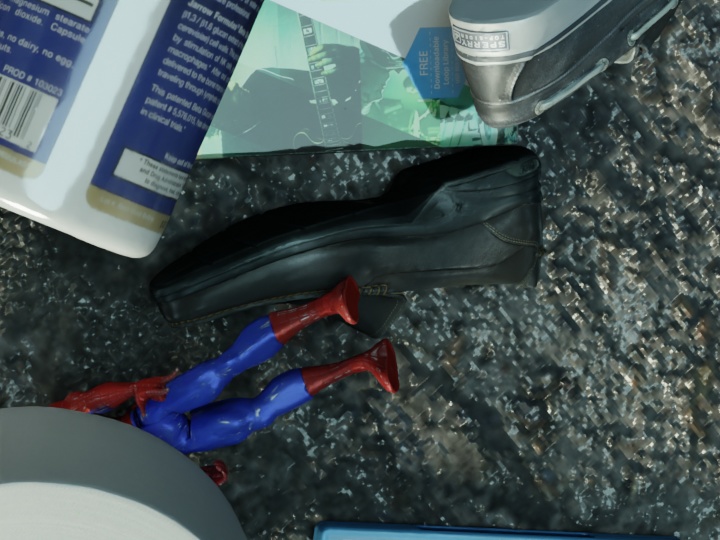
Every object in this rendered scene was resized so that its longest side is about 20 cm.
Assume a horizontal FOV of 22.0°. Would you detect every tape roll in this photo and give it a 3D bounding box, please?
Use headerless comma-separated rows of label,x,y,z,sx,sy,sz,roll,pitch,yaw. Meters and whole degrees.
tape roll,-0.145,0.162,0.831,0.200,0.066,0.200,-3,117,-6

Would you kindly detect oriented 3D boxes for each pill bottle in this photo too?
pill bottle,-0.100,-0.116,0.788,0.111,0.111,0.200,24,91,-17

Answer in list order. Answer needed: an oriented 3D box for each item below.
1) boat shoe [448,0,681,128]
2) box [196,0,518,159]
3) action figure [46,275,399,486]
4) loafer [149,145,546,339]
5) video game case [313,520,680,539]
boat shoe,0.121,-0.133,0.892,0.200,0.072,0.068,-40,131,-35
box,-0.024,-0.127,0.883,0.200,0.036,0.144,-4,97,-13
action figure,-0.084,0.068,0.857,0.200,0.052,0.065,-24,120,14
loafer,0.000,0.000,0.887,0.200,0.073,0.072,-16,105,-12
video game case,0.067,0.204,0.953,0.200,0.018,0.143,5,95,-16
